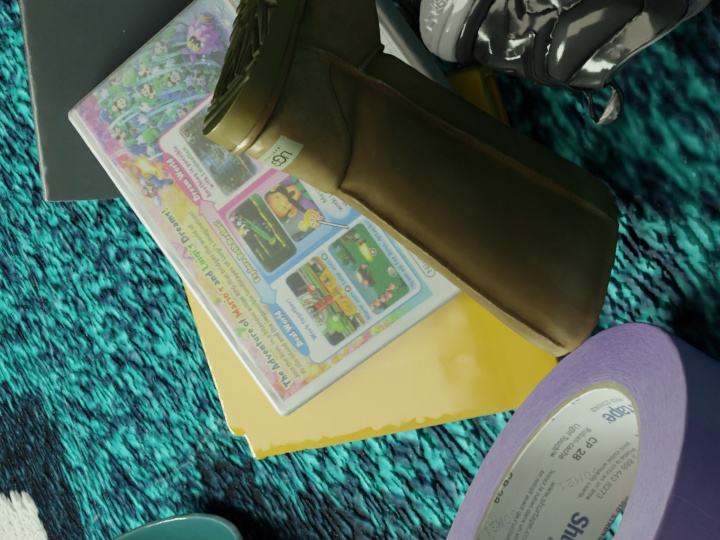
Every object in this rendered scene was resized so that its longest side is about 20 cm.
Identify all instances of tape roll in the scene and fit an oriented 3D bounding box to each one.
[{"bbox_3d":[0.108,0.126,0.791,0.065,0.202,0.200,30,153,-15],"label":"tape roll"}]

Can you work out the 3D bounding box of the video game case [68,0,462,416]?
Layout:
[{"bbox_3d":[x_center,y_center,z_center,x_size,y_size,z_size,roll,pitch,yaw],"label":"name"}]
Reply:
[{"bbox_3d":[-0.031,-0.053,0.905,0.181,0.024,0.201,-36,91,25],"label":"video game case"}]

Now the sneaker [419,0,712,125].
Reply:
[{"bbox_3d":[0.107,-0.161,0.735,0.113,0.075,0.202,29,116,15],"label":"sneaker"}]

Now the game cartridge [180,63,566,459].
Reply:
[{"bbox_3d":[0.000,0.000,0.937,0.198,0.032,0.178,-12,99,24],"label":"game cartridge"}]

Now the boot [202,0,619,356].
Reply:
[{"bbox_3d":[0.034,-0.077,0.822,0.199,0.177,0.066,29,150,-20],"label":"boot"}]

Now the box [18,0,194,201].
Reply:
[{"bbox_3d":[-0.142,-0.153,1.028,0.201,0.103,0.150,-105,12,-59],"label":"box"}]

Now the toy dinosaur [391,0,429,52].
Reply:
[{"bbox_3d":[0.054,-0.145,0.853,0.199,0.047,0.089,8,128,56],"label":"toy dinosaur"}]

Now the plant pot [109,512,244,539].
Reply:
[{"bbox_3d":[-0.135,0.320,1.322,0.199,0.200,0.189,9,131,56],"label":"plant pot"}]
